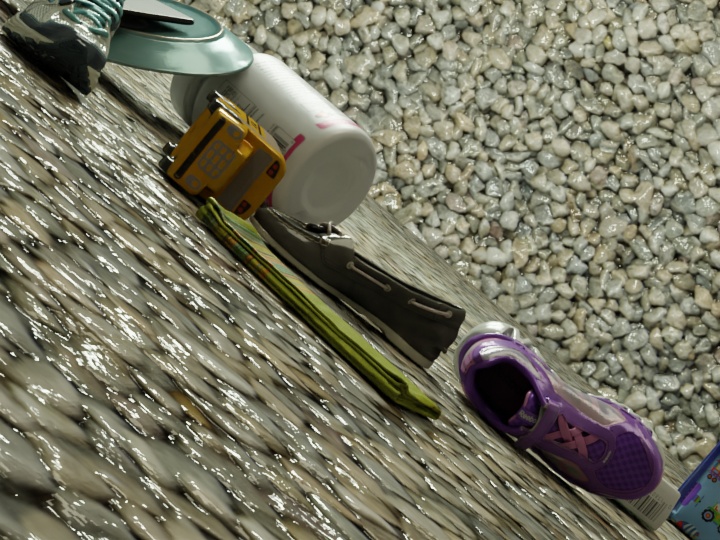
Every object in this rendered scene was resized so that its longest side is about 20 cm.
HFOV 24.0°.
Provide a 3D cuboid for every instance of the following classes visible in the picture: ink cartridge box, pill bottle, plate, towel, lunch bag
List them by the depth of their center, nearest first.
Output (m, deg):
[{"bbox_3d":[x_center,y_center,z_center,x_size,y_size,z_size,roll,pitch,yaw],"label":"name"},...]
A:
[{"bbox_3d":[-0.026,0.025,1.133,0.200,0.018,0.086,42,6,25],"label":"towel"},{"bbox_3d":[-0.191,-0.221,1.529,0.199,0.026,0.200,13,22,-5],"label":"plate"},{"bbox_3d":[-0.085,-0.131,1.572,0.200,0.114,0.113,43,6,35],"label":"pill bottle"},{"bbox_3d":[0.203,0.154,1.636,0.161,0.050,0.200,38,1,-25],"label":"ink cartridge box"},{"bbox_3d":[0.455,0.238,1.871,0.150,0.200,0.094,40,4,10],"label":"lunch bag"}]

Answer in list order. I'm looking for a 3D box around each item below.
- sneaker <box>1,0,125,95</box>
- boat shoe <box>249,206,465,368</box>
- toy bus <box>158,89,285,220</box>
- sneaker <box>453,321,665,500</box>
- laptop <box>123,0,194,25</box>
[{"bbox_3d":[-0.216,-0.195,1.277,0.077,0.086,0.200,37,5,-21],"label":"sneaker"},{"bbox_3d":[0.000,0.000,1.343,0.200,0.057,0.067,38,5,-22],"label":"boat shoe"},{"bbox_3d":[-0.104,-0.087,1.301,0.078,0.065,0.200,41,4,-10],"label":"toy bus"},{"bbox_3d":[0.156,0.122,1.375,0.200,0.081,0.088,36,10,7],"label":"sneaker"},{"bbox_3d":[-0.258,-0.308,1.478,0.199,0.117,0.187,30,18,33],"label":"laptop"}]
